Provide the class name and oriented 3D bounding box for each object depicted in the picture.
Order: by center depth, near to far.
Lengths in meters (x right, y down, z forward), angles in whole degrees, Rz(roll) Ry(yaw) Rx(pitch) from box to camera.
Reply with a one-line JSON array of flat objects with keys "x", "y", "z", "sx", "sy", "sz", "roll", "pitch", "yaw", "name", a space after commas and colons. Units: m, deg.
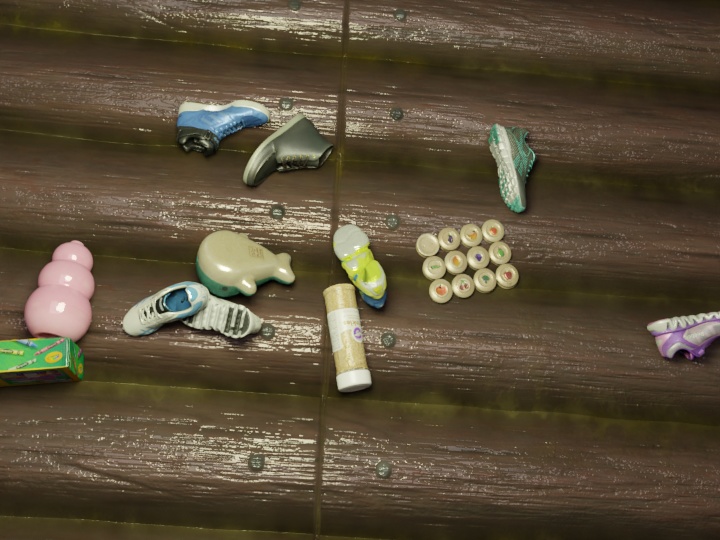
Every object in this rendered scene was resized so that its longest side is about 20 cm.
[{"x": -0.625, "y": 0.171, "z": 1.567, "sx": 0.195, "sy": 0.119, "sz": 0.060, "roll": -4, "pitch": 71, "yaw": -7, "name": "crayon box"}, {"x": -0.382, "y": 0.071, "z": 1.618, "sx": 0.196, "sy": 0.072, "sz": 0.073, "roll": -22, "pitch": 74, "yaw": 20, "name": "sneaker"}, {"x": -0.567, "y": 0.038, "z": 1.621, "sx": 0.121, "sy": 0.125, "sz": 0.204, "roll": 6, "pitch": 63, "yaw": -3, "name": "dog chew toy"}, {"x": -0.283, "y": 0.084, "z": 1.655, "sx": 0.196, "sy": 0.081, "sz": 0.077, "roll": 20, "pitch": 92, "yaw": 22, "name": "sneaker"}, {"x": -0.027, "y": 0.132, "z": 1.660, "sx": 0.066, "sy": 0.068, "sz": 0.205, "roll": -8, "pitch": 72, "yaw": -8, "name": "sprinkles bottle"}, {"x": -0.232, "y": -0.002, "z": 1.681, "sx": 0.196, "sy": 0.105, "sz": 0.161, "roll": 7, "pitch": 43, "yaw": -26, "name": "whale figurine"}, {"x": 0.000, "y": 0.000, "z": 1.710, "sx": 0.074, "sy": 0.106, "sz": 0.202, "roll": -20, "pitch": 45, "yaw": -5, "name": "sneaker"}, {"x": 0.687, "y": 0.134, "z": 1.722, "sx": 0.195, "sy": 0.081, "sz": 0.091, "roll": -9, "pitch": 79, "yaw": -3, "name": "sneaker"}, {"x": 0.222, "y": -0.021, "z": 1.760, "sx": 0.195, "sy": 0.017, "sz": 0.157, "roll": -12, "pitch": 73, "yaw": -8, "name": "memory tile"}, {"x": -0.150, "y": -0.232, "z": 1.765, "sx": 0.106, "sy": 0.075, "sz": 0.200, "roll": 39, "pitch": 72, "yaw": 11, "name": "sneaker"}, {"x": -0.289, "y": -0.291, "z": 1.770, "sx": 0.194, "sy": 0.077, "sz": 0.114, "roll": 1, "pitch": 65, "yaw": 0, "name": "sneaker"}, {"x": 0.340, "y": -0.224, "z": 1.810, "sx": 0.089, "sy": 0.078, "sz": 0.205, "roll": -6, "pitch": 74, "yaw": -11, "name": "sneaker"}]
